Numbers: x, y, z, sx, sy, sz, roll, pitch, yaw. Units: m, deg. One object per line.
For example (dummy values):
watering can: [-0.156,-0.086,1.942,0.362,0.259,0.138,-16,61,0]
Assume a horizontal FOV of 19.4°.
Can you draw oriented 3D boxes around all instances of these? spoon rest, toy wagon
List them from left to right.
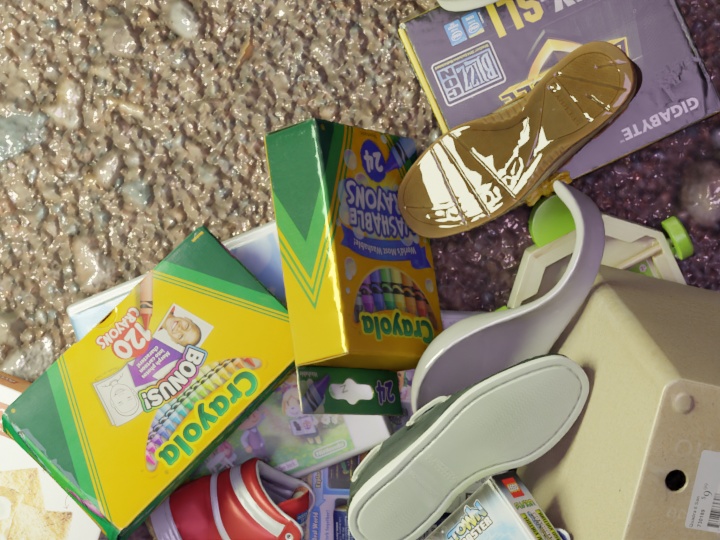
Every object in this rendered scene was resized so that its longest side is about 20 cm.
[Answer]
spoon rest: [0.108,0.036,1.487,0.099,0.061,0.201,22,106,-44]
toy wagon: [0.176,0.018,1.551,0.154,0.040,0.201,-27,100,-1]

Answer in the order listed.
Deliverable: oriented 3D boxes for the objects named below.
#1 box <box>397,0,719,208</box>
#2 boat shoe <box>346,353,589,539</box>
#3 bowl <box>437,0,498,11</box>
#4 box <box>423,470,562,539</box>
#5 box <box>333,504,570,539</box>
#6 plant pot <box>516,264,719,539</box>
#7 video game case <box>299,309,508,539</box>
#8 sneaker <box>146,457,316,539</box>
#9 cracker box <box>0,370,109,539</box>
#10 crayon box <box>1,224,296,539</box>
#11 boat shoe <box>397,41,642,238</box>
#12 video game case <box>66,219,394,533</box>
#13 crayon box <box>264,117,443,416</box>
box: [0.147,-0.149,1.563,0.198,0.049,0.161,-24,88,1]
boat shoe: [0.070,0.116,1.474,0.199,0.060,0.076,-33,112,9]
bowl: [0.079,-0.248,1.512,0.199,0.201,0.095,-25,114,0]
box: [0.065,0.244,1.465,0.200,0.035,0.110,-47,67,27]
box: [0.070,0.235,1.501,0.198,0.032,0.123,1,93,36]
plant pot: [0.236,0.128,1.467,0.198,0.177,0.202,12,101,-11]
video game case: [0.022,0.129,1.576,0.180,0.024,0.202,2,91,1]
sneaker: [-0.060,0.230,1.532,0.112,0.071,0.201,-28,104,14]
cracker box: [-0.251,0.189,1.547,0.133,0.058,0.202,20,93,9]
crayon box: [-0.142,0.081,1.489,0.119,0.058,0.200,43,71,6]
boat shoe: [0.118,-0.090,1.505,0.199,0.072,0.072,-38,77,16]
video game case: [-0.097,0.076,1.559,0.198,0.022,0.184,-22,87,9]
crayon box: [0.000,0.000,1.506,0.051,0.125,0.202,-15,78,34]
